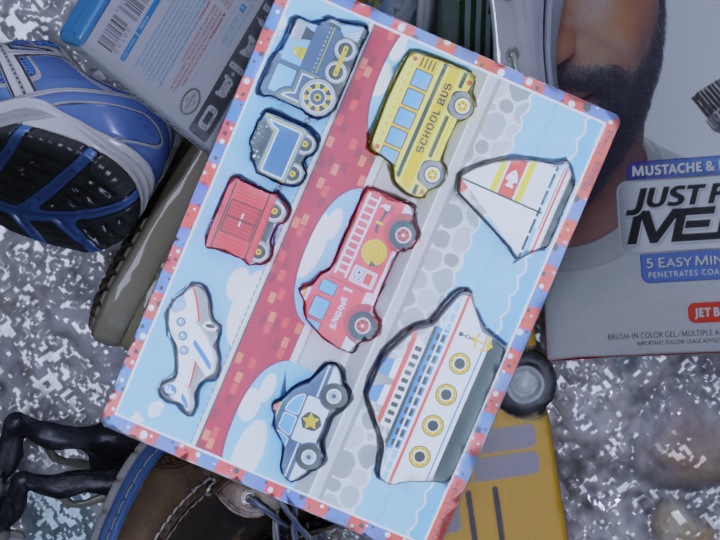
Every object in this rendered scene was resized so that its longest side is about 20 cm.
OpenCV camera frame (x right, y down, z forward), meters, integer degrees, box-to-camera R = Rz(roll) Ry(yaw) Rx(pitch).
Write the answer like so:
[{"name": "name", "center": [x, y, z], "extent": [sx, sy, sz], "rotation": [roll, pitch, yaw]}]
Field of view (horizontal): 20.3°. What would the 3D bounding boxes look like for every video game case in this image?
[{"name": "video game case", "center": [-0.019, -0.103, 0.852], "extent": [0.200, 0.018, 0.143], "rotation": [38, 78, -40]}]

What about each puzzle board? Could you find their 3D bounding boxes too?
[{"name": "puzzle board", "center": [0.000, 0.000, 0.819], "extent": [0.150, 0.017, 0.201], "rotation": [23, 93, -2]}]

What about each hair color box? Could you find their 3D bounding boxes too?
[{"name": "hair color box", "center": [0.136, -0.063, 0.885], "extent": [0.110, 0.064, 0.201], "rotation": [-4, 88, 23]}]

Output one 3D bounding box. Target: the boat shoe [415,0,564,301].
[{"name": "boat shoe", "center": [0.046, -0.077, 0.859], "extent": [0.067, 0.073, 0.201], "rotation": [-1, 91, -44]}]

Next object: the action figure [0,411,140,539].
[{"name": "action figure", "center": [-0.191, 0.094, 0.899], "extent": [0.199, 0.119, 0.102], "rotation": [-15, 114, -9]}]

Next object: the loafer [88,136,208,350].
[{"name": "loafer", "center": [-0.049, -0.044, 0.908], "extent": [0.068, 0.076, 0.200], "rotation": [31, 91, -13]}]

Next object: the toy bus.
[{"name": "toy bus", "center": [0.060, 0.118, 0.925], "extent": [0.078, 0.065, 0.201], "rotation": [-9, 95, 2]}]

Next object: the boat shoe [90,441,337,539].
[{"name": "boat shoe", "center": [-0.044, 0.085, 0.868], "extent": [0.072, 0.072, 0.200], "rotation": [14, 56, 34]}]

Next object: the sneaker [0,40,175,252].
[{"name": "sneaker", "center": [-0.177, -0.070, 0.910], "extent": [0.199, 0.077, 0.076], "rotation": [21, 132, 12]}]
